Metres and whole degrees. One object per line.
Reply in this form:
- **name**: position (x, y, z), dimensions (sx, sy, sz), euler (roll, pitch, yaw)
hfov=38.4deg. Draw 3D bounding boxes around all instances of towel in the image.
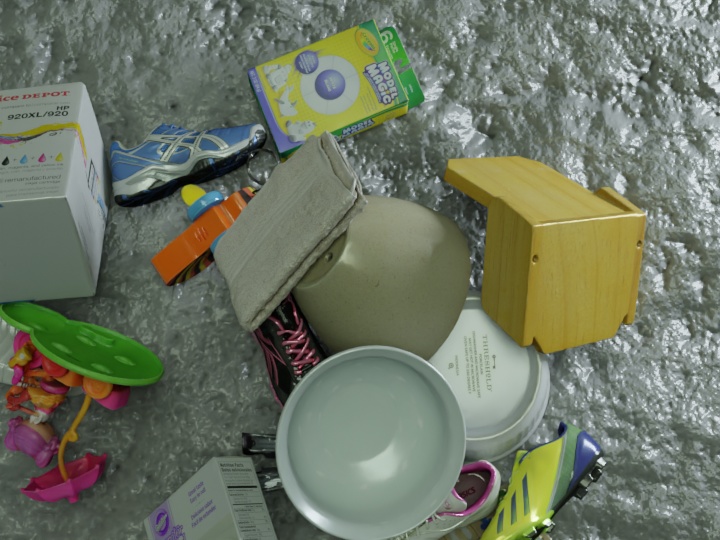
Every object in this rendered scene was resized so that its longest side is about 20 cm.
- **towel**: position (-0.079, -0.045, 1.092), dimensions (0.200, 0.034, 0.133), euler (-49, 40, 16)

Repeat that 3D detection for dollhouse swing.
- **dollhouse swing**: position (0.193, -0.026, 1.180), dimensions (0.197, 0.174, 0.186), euler (-8, 107, -40)

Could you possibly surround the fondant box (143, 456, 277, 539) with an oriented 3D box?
- **fondant box**: position (-0.145, 0.319, 1.077), dimensions (0.144, 0.058, 0.203), euler (-42, 55, 31)

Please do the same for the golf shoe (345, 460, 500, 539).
- **golf shoe**: position (0.066, 0.259, 1.110), dimensions (0.198, 0.092, 0.076), euler (-28, 70, -17)

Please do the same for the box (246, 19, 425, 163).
- **box**: position (-0.028, -0.224, 1.267), dimensions (0.197, 0.048, 0.119), euler (-23, 79, -7)

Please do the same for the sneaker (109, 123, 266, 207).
- **sneaker**: position (-0.208, -0.143, 1.233), dimensions (0.196, 0.076, 0.078), euler (-19, 82, -6)

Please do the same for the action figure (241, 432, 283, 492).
- **action figure**: position (-0.035, 0.216, 1.160), dimensions (0.195, 0.070, 0.133), euler (-2, 72, -4)

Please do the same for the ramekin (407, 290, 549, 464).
- **ramekin**: position (0.121, 0.116, 1.168), dimensions (0.198, 0.094, 0.207), euler (0, 77, 0)

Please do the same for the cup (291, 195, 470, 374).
- **cup**: position (0.000, 0.000, 1.118), dimensions (0.142, 0.198, 0.204), euler (28, 75, -39)

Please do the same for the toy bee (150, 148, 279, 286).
- **toy bee**: position (-0.146, -0.052, 1.213), dimensions (0.197, 0.108, 0.134), euler (-18, 85, 21)

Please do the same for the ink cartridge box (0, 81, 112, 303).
- **ink cartridge box**: position (-0.369, -0.087, 1.147), dimensions (0.144, 0.146, 0.202), euler (-5, 45, -2)

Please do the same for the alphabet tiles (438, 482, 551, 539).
- **alphabet tiles**: position (0.138, 0.329, 1.126), dimensions (0.165, 0.006, 0.201), euler (-29, 62, -19)

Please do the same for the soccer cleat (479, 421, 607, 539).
- **soccer cleat**: position (0.188, 0.246, 1.141), dimensions (0.199, 0.065, 0.083), euler (-37, 63, -26)

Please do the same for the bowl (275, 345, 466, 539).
- **bowl**: position (0.005, 0.168, 1.076), dimensions (0.196, 0.090, 0.206), euler (-2, 100, -10)

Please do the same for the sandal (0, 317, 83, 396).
- **sandal**: position (-0.404, 0.092, 1.198), dimensions (0.200, 0.050, 0.084), euler (27, 89, -8)

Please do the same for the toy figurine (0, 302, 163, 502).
- **toy figurine**: position (-0.336, 0.159, 1.136), dimensions (0.197, 0.150, 0.187), euler (24, 100, 11)

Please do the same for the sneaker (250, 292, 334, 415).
- **sneaker**: position (-0.079, 0.079, 1.152), dimensions (0.078, 0.096, 0.201), euler (-25, 62, -16)
